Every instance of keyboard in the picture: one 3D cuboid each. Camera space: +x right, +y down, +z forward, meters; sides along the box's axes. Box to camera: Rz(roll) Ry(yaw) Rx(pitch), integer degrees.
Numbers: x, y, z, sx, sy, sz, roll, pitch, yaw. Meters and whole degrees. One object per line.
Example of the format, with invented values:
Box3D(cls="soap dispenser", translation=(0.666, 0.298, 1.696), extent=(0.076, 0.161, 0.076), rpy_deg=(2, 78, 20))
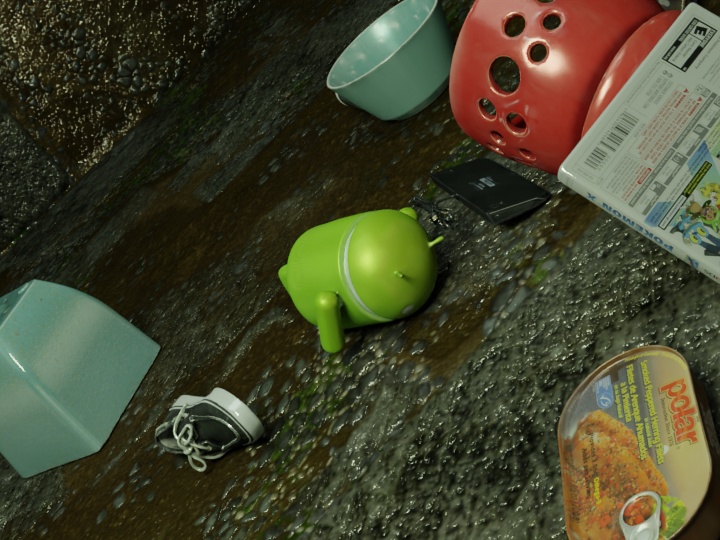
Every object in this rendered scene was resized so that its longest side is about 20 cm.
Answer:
Box3D(cls="keyboard", translation=(0.118, -0.081, 1.318), extent=(0.126, 0.021, 0.200), rpy_deg=(-18, 19, -9))

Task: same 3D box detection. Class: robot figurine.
Box3D(cls="robot figurine", translation=(0.000, 0.000, 1.281), extent=(0.199, 0.116, 0.175), rpy_deg=(-13, 25, 49))

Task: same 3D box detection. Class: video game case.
Box3D(cls="video game case", translation=(0.286, -0.099, 0.955), extent=(0.200, 0.181, 0.022), rpy_deg=(-49, -19, -18))

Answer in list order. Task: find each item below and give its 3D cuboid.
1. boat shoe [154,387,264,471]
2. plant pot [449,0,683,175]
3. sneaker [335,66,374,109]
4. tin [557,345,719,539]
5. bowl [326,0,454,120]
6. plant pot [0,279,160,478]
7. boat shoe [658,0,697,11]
Box3D(cls="boat shoe", translation=(-0.173, 0.174, 1.308), extent=(0.068, 0.074, 0.198), rpy_deg=(-48, 22, -26))
Box3D(cls="plant pot", translation=(0.211, -0.180, 1.113), extent=(0.182, 0.201, 0.201), rpy_deg=(31, 71, 33))
Box3D(cls="sneaker", translation=(0.047, -0.318, 1.835), extent=(0.200, 0.071, 0.099), rpy_deg=(-46, 24, 8))
Box3D(cls="tin", translation=(0.196, 0.131, 0.836), extent=(0.112, 0.042, 0.201), rpy_deg=(-36, 23, 26))
Box3D(cls="bowl", translation=(0.059, -0.290, 1.711), extent=(0.200, 0.105, 0.202), rpy_deg=(-34, 24, 18))
Box3D(cls="plant pot", translation=(-0.437, 0.132, 1.654), extent=(0.195, 0.200, 0.197), rpy_deg=(-23, 30, 39))
Box3D(cls="boat shoe", translation=(0.331, -0.300, 1.327), extent=(0.072, 0.072, 0.201), rpy_deg=(-26, 28, 32))
